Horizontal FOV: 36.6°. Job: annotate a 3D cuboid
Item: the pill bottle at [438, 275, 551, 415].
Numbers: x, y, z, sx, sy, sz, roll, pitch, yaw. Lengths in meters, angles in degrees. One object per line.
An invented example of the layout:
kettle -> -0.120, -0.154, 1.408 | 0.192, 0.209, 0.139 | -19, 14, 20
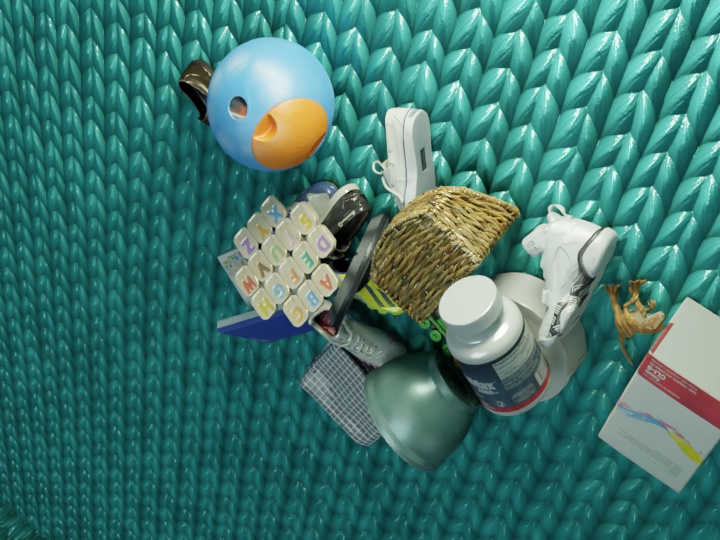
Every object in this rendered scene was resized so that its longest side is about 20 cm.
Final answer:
pill bottle -> 0.192, 0.107, 1.582 | 0.118, 0.121, 0.201 | 4, 141, 39

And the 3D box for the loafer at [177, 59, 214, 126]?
loafer -> -0.245, -0.264, 1.865 | 0.201, 0.071, 0.073 | 50, 140, -2

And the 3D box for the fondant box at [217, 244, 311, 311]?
fondant box -> -0.158, 0.001, 2.009 | 0.198, 0.058, 0.146 | -19, 107, 47

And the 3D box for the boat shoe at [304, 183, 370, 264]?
boat shoe -> -0.043, -0.055, 1.830 | 0.061, 0.073, 0.201 | 54, 128, 25

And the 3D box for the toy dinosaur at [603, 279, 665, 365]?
toy dinosaur -> 0.383, 0.073, 1.565 | 0.200, 0.059, 0.108 | 88, 177, -78

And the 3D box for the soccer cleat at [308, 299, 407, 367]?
soccer cleat -> -0.009, 0.123, 1.917 | 0.198, 0.086, 0.071 | 30, 105, 0

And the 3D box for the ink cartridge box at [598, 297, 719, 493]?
ink cartridge box -> 0.453, 0.178, 1.531 | 0.144, 0.145, 0.202 | 33, 137, 16

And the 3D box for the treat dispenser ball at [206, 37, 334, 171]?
treat dispenser ball -> -0.138, -0.255, 1.676 | 0.199, 0.201, 0.203 | 23, 135, 26

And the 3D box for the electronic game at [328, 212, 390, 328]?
electronic game -> 0.000, 0.000, 1.748 | 0.041, 0.202, 0.201 | 25, 138, -1

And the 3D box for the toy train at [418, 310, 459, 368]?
toy train -> 0.176, 0.133, 1.829 | 0.200, 0.042, 0.056 | 49, 130, 0

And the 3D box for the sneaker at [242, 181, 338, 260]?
sneaker -> -0.116, -0.073, 1.845 | 0.199, 0.088, 0.076 | -38, 90, 23

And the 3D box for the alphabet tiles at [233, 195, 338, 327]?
alphabet tiles -> -0.126, -0.015, 1.795 | 0.200, 0.015, 0.197 | -45, 74, 27

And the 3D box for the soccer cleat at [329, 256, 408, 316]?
soccer cleat -> 0.026, 0.021, 1.857 | 0.197, 0.064, 0.085 | 16, 117, 29

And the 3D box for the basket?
basket -> 0.117, -0.047, 1.646 | 0.142, 0.149, 0.200 | 42, 140, 1

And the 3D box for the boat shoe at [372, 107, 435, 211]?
boat shoe -> 0.061, -0.155, 1.675 | 0.085, 0.075, 0.205 | 15, 129, 32

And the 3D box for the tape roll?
tape roll -> 0.253, 0.107, 1.713 | 0.200, 0.071, 0.205 | 23, 134, 27

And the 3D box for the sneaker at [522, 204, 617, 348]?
sneaker -> 0.283, 0.006, 1.579 | 0.114, 0.075, 0.202 | 34, 114, 23

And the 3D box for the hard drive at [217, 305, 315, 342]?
hard drive -> -0.159, 0.099, 2.042 | 0.198, 0.131, 0.026 | -17, 66, 45

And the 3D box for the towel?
towel -> -0.007, 0.218, 2.025 | 0.200, 0.085, 0.166 | 45, 139, 4

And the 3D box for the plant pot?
plant pot -> 0.120, 0.218, 1.851 | 0.134, 0.200, 0.201 | -39, 93, 23
